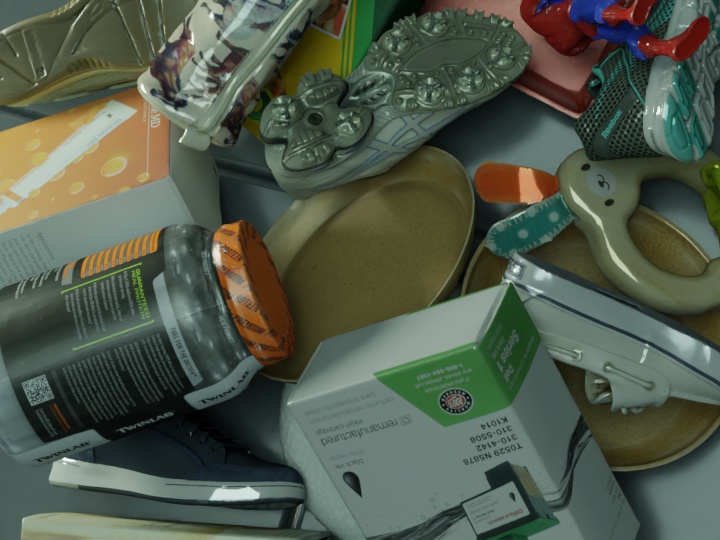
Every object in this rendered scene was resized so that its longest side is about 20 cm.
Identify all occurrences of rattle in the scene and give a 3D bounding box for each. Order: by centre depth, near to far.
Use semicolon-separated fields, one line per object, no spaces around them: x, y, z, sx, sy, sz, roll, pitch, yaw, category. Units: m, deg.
0.188;-0.050;1.494;0.199;0.143;0.131;20;81;-10;rattle

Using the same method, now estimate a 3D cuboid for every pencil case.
-0.064;-0.173;1.516;0.078;0.089;0.200;35;98;-25;pencil case

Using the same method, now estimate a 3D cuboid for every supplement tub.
-0.152;0.045;1.511;0.199;0.123;0.123;-19;79;11;supplement tub

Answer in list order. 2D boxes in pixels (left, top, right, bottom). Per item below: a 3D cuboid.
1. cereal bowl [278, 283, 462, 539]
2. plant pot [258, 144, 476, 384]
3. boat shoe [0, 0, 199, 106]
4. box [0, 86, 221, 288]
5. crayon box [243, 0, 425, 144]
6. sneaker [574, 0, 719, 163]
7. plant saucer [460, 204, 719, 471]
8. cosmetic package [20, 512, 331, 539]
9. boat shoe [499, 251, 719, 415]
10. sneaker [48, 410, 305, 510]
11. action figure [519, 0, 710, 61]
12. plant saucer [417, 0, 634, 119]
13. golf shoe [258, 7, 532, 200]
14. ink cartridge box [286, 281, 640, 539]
0.035;0.101;1.567;0.199;0.083;0.201;-2;82;13;cereal bowl
0.000;0.000;1.564;0.199;0.027;0.201;-26;39;23;plant pot
-0.174;-0.162;1.615;0.200;0.063;0.074;-20;79;22;boat shoe
-0.206;-0.037;1.601;0.199;0.098;0.125;-18;38;9;box
-0.066;-0.201;1.612;0.200;0.058;0.173;38;111;16;crayon box
0.195;-0.140;1.526;0.091;0.200;0.078;-11;120;30;sneaker
0.159;0.045;1.537;0.199;0.035;0.201;5;66;-11;plant saucer
-0.128;0.210;1.577;0.199;0.105;0.071;3;87;11;cosmetic package
0.172;0.058;1.482;0.199;0.071;0.070;24;98;-18;boat shoe
-0.123;0.091;1.591;0.201;0.077;0.147;6;84;27;sneaker
0.171;-0.187;1.497;0.065;0.200;0.099;39;79;-21;action figure
0.122;-0.233;1.613;0.199;0.037;0.201;28;90;14;plant saucer
0.023;-0.112;1.569;0.199;0.097;0.078;-23;65;-11;golf shoe
0.068;0.125;1.448;0.146;0.084;0.200;-19;112;28;ink cartridge box
